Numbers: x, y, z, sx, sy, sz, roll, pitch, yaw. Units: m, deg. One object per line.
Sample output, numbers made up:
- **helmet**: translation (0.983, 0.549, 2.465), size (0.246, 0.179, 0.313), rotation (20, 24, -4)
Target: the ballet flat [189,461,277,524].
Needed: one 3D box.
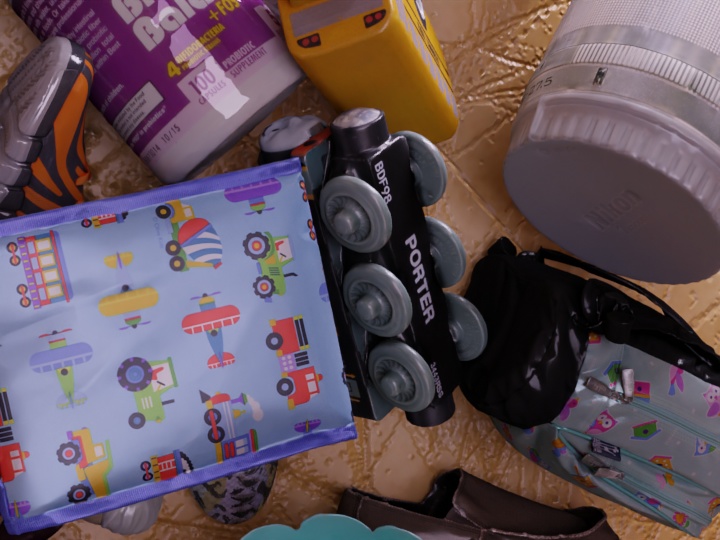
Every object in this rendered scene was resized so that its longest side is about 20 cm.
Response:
- **ballet flat**: translation (-0.079, 0.056, 0.816), size (0.071, 0.072, 0.202), rotation (-4, 92, -17)

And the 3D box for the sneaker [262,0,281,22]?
- **sneaker**: translation (-0.045, -0.208, 0.790), size (0.199, 0.130, 0.080), rotation (33, 81, -16)

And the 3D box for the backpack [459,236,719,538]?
- **backpack**: translation (0.160, 0.078, 0.859), size (0.199, 0.167, 0.127), rotation (28, 100, -19)

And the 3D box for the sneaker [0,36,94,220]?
- **sneaker**: translation (-0.165, -0.031, 0.769), size (0.111, 0.078, 0.201), rotation (16, 120, -25)

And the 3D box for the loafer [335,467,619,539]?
- **loafer**: translation (0.073, 0.162, 0.863), size (0.198, 0.073, 0.072), rotation (0, 91, -18)

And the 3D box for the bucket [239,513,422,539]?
- **bucket**: translation (-0.012, 0.253, 0.746), size (0.205, 0.135, 0.209), rotation (-2, 57, 3)

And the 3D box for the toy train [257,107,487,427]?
- **toy train**: translation (0.000, 0.000, 0.794), size (0.085, 0.113, 0.201), rotation (-40, 125, -41)

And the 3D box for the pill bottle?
- **pill bottle**: translation (-0.130, -0.156, 0.769), size (0.112, 0.112, 0.200), rotation (-42, 94, -12)

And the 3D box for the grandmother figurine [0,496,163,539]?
- **grandmother figurine**: translation (-0.209, 0.114, 0.784), size (0.199, 0.061, 0.122), rotation (14, 76, -20)

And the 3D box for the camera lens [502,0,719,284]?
- **camera lens**: translation (0.192, -0.114, 0.834), size (0.159, 0.160, 0.201), rotation (34, 68, -15)

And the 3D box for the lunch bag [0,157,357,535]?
- **lunch bag**: translation (-0.118, 0.038, 0.698), size (0.199, 0.094, 0.152), rotation (-14, 93, -31)

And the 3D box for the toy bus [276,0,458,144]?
- **toy bus**: translation (0.000, -0.137, 0.771), size (0.065, 0.200, 0.079), rotation (-16, 71, 12)
